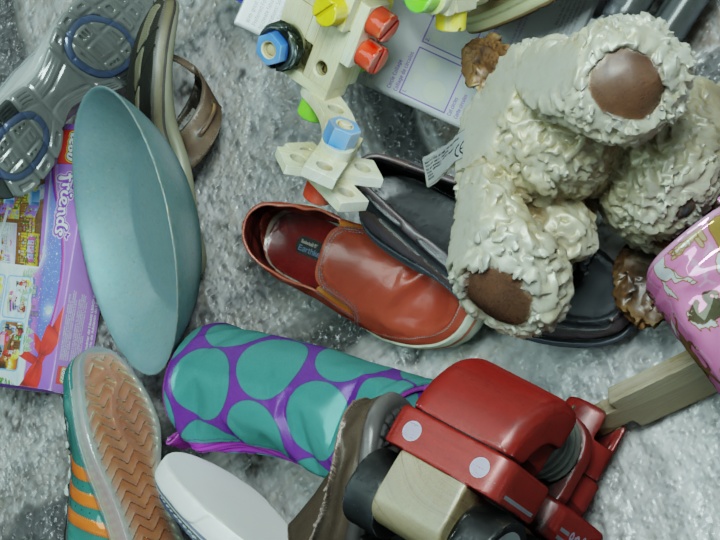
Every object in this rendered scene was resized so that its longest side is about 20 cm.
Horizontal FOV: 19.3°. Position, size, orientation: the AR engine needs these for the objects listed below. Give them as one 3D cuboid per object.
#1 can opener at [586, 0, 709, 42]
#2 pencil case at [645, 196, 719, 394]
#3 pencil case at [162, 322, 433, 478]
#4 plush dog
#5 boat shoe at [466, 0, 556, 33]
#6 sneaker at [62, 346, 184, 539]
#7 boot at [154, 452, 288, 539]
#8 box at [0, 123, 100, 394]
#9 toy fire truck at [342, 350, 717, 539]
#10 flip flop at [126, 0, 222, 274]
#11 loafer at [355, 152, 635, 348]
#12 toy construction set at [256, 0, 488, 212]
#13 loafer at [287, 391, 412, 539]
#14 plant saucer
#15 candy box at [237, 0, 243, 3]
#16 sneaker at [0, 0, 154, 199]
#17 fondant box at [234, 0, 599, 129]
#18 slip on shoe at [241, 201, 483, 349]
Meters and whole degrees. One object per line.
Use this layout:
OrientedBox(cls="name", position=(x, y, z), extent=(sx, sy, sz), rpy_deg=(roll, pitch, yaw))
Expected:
OrientedBox(cls="can opener", position=(0.169, -0.153, 1.263), extent=(0.053, 0.067, 0.200), rpy_deg=(34, 93, -6))
OrientedBox(cls="pencil case", position=(0.235, 0.052, 1.127), extent=(0.086, 0.083, 0.200), rpy_deg=(-34, 68, -8))
OrientedBox(cls="pencil case", position=(-0.034, 0.094, 1.360), extent=(0.200, 0.085, 0.093), rpy_deg=(14, 81, 41))
OrientedBox(cls="plush dog", position=(0.147, -0.064, 1.194), extent=(0.200, 0.172, 0.161), rpy_deg=(-62, 25, 25))
OrientedBox(cls="boat shoe", position=(0.132, -0.209, 1.215), extent=(0.200, 0.073, 0.063), rpy_deg=(-35, 100, 17))
OrientedBox(cls="sneaker", position=(-0.178, 0.156, 1.466), extent=(0.080, 0.071, 0.200), rpy_deg=(-25, 75, 38))
OrientedBox(cls="boot", position=(-0.074, 0.209, 1.362), extent=(0.200, 0.073, 0.090), rpy_deg=(40, 110, 25))
OrientedBox(cls="box", position=(-0.248, -0.011, 1.588), extent=(0.137, 0.039, 0.200), rpy_deg=(5, 83, 40))
OrientedBox(cls="toy fire truck", position=(0.114, 0.097, 1.193), extent=(0.129, 0.176, 0.200), rpy_deg=(26, 82, 33))
OrientedBox(cls="flip flop", position=(-0.124, -0.092, 1.492), extent=(0.081, 0.058, 0.200), rpy_deg=(167, 94, -70))
OrientedBox(cls="loafer", position=(0.076, -0.014, 1.279), extent=(0.200, 0.063, 0.072), rpy_deg=(26, 74, 28))
OrientedBox(cls="toy construction set", position=(0.008, -0.135, 1.214), extent=(0.131, 0.092, 0.200), rpy_deg=(36, 108, 22))
OrientedBox(cls="loafer", position=(-0.016, 0.159, 1.248), extent=(0.071, 0.073, 0.200), rpy_deg=(22, 112, 25))
OrientedBox(cls="plant saucer", position=(-0.147, -0.030, 1.449), extent=(0.201, 0.039, 0.201), rpy_deg=(38, 133, 56))
OrientedBox(cls="candy box", position=(0.007, -0.246, 1.403), extent=(0.169, 0.077, 0.200), rpy_deg=(32, 101, 37))
OrientedBox(cls="sneaker", position=(-0.227, -0.137, 1.541), extent=(0.200, 0.075, 0.087), rpy_deg=(-48, 25, -20))
OrientedBox(cls="fondant box", position=(0.043, -0.176, 1.302), extent=(0.200, 0.058, 0.144), rpy_deg=(25, 98, 1))
OrientedBox(cls="slip on shoe", position=(0.000, 0.000, 1.368), extent=(0.200, 0.061, 0.074), rpy_deg=(23, 93, 38))
